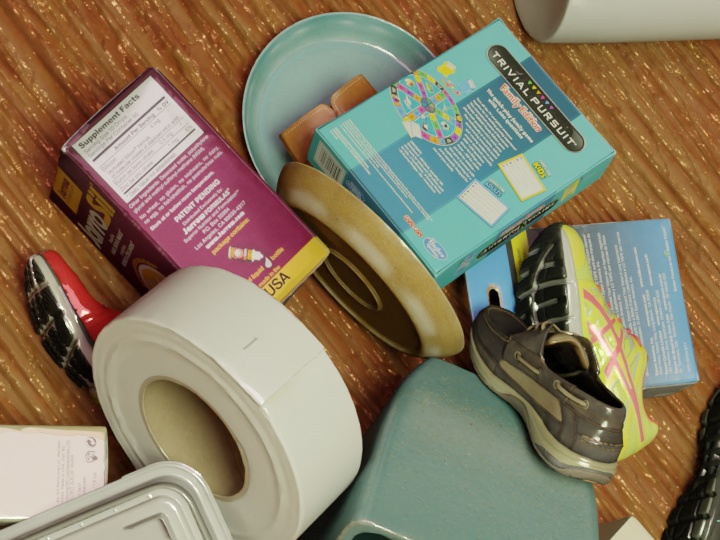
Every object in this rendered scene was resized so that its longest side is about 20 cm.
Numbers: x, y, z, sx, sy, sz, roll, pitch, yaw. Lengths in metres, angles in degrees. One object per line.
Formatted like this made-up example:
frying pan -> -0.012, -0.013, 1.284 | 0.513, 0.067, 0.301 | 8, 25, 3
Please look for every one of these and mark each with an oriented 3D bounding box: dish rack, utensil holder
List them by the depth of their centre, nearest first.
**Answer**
dish rack -> -0.174, 0.243, 1.117 | 0.198, 0.044, 0.173 | -23, 98, 7
utensil holder -> 0.249, -0.284, 1.422 | 0.197, 0.170, 0.172 | -5, 76, -16

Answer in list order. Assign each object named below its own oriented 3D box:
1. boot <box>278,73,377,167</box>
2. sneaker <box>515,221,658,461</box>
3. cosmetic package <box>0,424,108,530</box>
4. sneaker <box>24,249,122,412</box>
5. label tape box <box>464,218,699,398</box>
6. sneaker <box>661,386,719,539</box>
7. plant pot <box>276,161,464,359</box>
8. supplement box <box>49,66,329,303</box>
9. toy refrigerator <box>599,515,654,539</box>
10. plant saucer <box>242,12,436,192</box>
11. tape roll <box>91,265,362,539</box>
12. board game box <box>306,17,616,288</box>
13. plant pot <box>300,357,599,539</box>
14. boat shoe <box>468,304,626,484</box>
boot -> 0.042, -0.097, 1.339 | 0.199, 0.077, 0.156 | -34, 82, -15
sneaker -> 0.187, 0.059, 1.296 | 0.089, 0.078, 0.203 | -9, 84, -26
cosmetic package -> -0.289, 0.155, 1.174 | 0.197, 0.104, 0.074 | 4, 73, -17
sneaker -> -0.185, 0.060, 1.254 | 0.085, 0.077, 0.201 | -42, 100, -27
label tape box -> 0.176, 0.039, 1.364 | 0.197, 0.063, 0.146 | -4, 77, -17
sneaker -> 0.317, 0.189, 1.359 | 0.079, 0.075, 0.202 | 28, 69, -9
plant pot -> 0.000, 0.000, 1.252 | 0.027, 0.200, 0.200 | -43, 90, -15
supplement box -> -0.137, -0.037, 1.257 | 0.200, 0.131, 0.103 | 46, 70, 1
toy refrigerator -> 0.251, 0.302, 1.307 | 0.070, 0.076, 0.200 | -41, 90, -22
plant saucer -> -0.007, -0.122, 1.376 | 0.197, 0.027, 0.203 | 4, 75, -15
tape roll -> -0.096, 0.099, 1.134 | 0.203, 0.202, 0.071 | 50, 54, 2
board game box -> 0.081, -0.091, 1.279 | 0.199, 0.047, 0.151 | -33, 75, -25
plant pot -> 0.066, 0.188, 1.225 | 0.194, 0.196, 0.202 | 23, 48, -9
boat shoe -> 0.148, 0.078, 1.212 | 0.074, 0.200, 0.074 | 13, 114, -32
